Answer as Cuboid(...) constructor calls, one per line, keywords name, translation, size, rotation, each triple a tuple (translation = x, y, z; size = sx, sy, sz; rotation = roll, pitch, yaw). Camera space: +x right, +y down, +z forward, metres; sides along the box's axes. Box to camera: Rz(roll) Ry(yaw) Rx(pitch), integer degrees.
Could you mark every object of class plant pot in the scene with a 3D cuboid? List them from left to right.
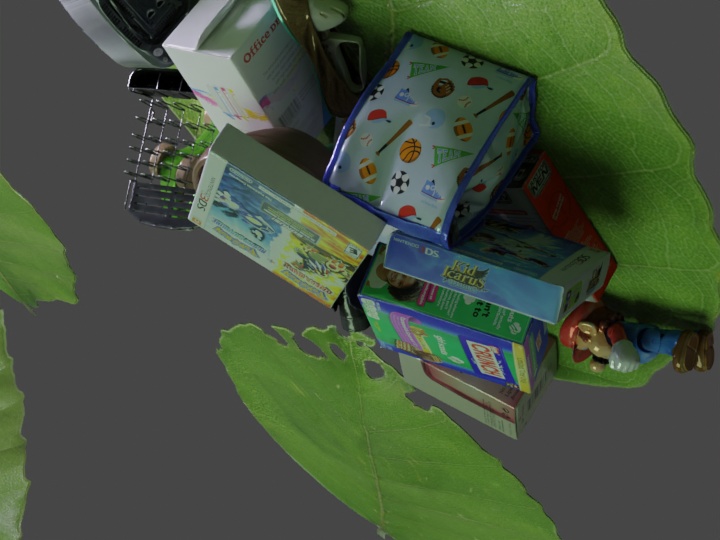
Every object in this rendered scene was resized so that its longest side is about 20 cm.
Cuboid(name="plant pot", translation=(-0.087, -0.098, 1.451), size=(0.199, 0.093, 0.202), rotation=(22, 151, 13))

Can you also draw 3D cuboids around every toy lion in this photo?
Cuboid(name="toy lion", translation=(-0.207, -0.128, 1.776), size=(0.068, 0.200, 0.193), rotation=(23, 136, 23))

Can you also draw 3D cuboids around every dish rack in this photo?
Cuboid(name="dish rack", translation=(-0.240, -0.155, 1.622), size=(0.152, 0.203, 0.054), rotation=(8, 175, 27))

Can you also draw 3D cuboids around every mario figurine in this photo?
Cuboid(name="mario figurine", translation=(0.334, 0.103, 1.559), size=(0.198, 0.107, 0.124), rotation=(10, 149, 44))

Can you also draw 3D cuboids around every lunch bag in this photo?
Cuboid(name="lunch bag", translation=(0.074, -0.128, 1.345), size=(0.168, 0.201, 0.124), rotation=(23, 155, 26))

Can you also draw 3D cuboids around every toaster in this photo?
Cuboid(name="toaster", translation=(-0.299, -0.342, 1.579), size=(0.200, 0.114, 0.129), rotation=(46, 158, -27))

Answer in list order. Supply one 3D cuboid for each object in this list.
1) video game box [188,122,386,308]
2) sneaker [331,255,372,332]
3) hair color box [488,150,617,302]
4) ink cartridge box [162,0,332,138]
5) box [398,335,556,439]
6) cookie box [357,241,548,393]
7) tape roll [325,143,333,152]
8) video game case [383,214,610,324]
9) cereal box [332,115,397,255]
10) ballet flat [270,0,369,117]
Cuboid(name="video game box", translation=(-0.087, -0.055, 1.369), size=(0.199, 0.047, 0.182), rotation=(32, 157, -1))
Cuboid(name="sneaker", translation=(-0.003, 0.000, 1.616), size=(0.059, 0.201, 0.105), rotation=(-4, 124, 18))
Cuboid(name="hair color box", translation=(0.212, -0.052, 1.481), size=(0.101, 0.062, 0.200), rotation=(8, 146, 47))
Cuboid(name="ink cartridge box", translation=(-0.125, -0.250, 1.488), size=(0.124, 0.129, 0.201), rotation=(16, 151, 39))
Cuboid(name="box", translation=(0.171, 0.131, 1.819), size=(0.198, 0.128, 0.109), rotation=(26, 156, 22))
Cuboid(name="cookie box", translation=(0.111, 0.057, 1.449), size=(0.197, 0.076, 0.172), rotation=(16, 160, 17))
Cuboid(name="tape roll", translation=(0.013, -0.088, 1.719), size=(0.199, 0.048, 0.201), rotation=(30, 157, 14))
Cuboid(name="video game case", translation=(0.151, -0.012, 1.358), size=(0.198, 0.181, 0.046), rotation=(19, 109, 22))
Cuboid(name="cereal box", translation=(0.030, -0.113, 1.523), size=(0.143, 0.039, 0.203), rotation=(23, 122, 29))
Cuboid(name="ballet flat", translation=(-0.035, -0.261, 1.418), size=(0.071, 0.068, 0.201), rotation=(-8, 126, 27))
